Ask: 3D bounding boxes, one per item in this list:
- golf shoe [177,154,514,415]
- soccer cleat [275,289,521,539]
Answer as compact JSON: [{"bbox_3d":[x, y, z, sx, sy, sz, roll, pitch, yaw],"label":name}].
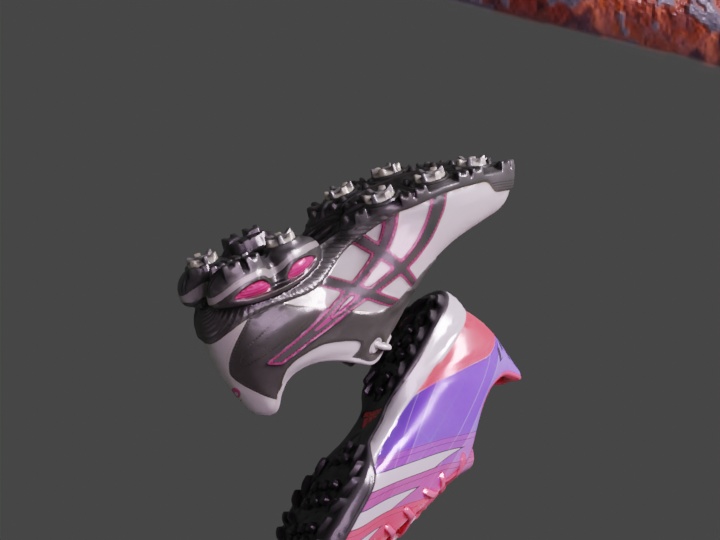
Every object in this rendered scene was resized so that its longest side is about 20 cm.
[{"bbox_3d":[0.000,0.000,1.501,0.199,0.077,0.088,-26,104,-21],"label":"golf shoe"},{"bbox_3d":[0.019,0.107,1.486,0.073,0.068,0.200,39,63,-19],"label":"soccer cleat"}]
